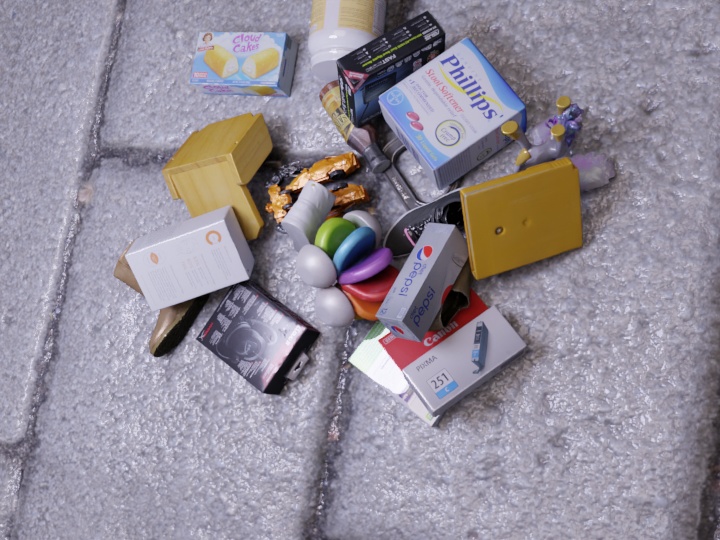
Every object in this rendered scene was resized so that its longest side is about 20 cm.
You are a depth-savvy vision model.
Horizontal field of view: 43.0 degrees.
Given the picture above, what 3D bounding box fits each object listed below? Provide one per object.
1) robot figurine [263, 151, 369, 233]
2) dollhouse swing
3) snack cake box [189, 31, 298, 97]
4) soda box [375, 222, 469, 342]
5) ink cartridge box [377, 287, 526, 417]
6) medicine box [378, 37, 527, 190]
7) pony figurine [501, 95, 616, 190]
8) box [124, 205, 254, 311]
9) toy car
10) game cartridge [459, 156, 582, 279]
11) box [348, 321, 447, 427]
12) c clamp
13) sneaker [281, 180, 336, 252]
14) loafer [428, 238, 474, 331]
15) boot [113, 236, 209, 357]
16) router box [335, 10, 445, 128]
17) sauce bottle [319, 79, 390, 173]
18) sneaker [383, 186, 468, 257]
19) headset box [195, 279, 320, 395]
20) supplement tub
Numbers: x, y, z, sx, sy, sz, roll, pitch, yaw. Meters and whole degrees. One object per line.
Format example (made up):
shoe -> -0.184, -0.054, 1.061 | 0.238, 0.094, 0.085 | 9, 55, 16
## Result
robot figurine -> -0.089, -0.146, 1.752 | 0.200, 0.058, 0.145 | -19, 74, 15
dollhouse swing -> -0.253, -0.177, 1.799 | 0.200, 0.176, 0.182 | -8, 39, 39
snack cake box -> -0.236, -0.418, 1.852 | 0.200, 0.067, 0.115 | 6, 82, 20
soda box -> 0.109, 0.018, 1.538 | 0.063, 0.068, 0.200 | 8, 59, 45
ink cartridge box -> 0.155, 0.126, 1.584 | 0.200, 0.045, 0.176 | -34, 66, -8
medicine box -> 0.167, -0.282, 1.646 | 0.200, 0.103, 0.182 | -35, 70, -1
pony figurine -> 0.327, -0.209, 1.564 | 0.193, 0.200, 0.167 | -26, 65, -3
box -> -0.317, -0.023, 1.717 | 0.200, 0.098, 0.125 | -18, 110, 7
toy car -> 0.000, 0.000, 1.598 | 0.175, 0.200, 0.150 | -38, 26, -31
game cartridge -> 0.272, -0.087, 1.532 | 0.200, 0.176, 0.032 | -18, 36, -7
box -> 0.096, 0.164, 1.640 | 0.200, 0.036, 0.144 | 37, 93, 20
c clamp -> 0.121, -0.205, 1.704 | 0.171, 0.027, 0.200 | -30, 72, 13
sneaker -> -0.076, -0.087, 1.675 | 0.074, 0.200, 0.116 | 23, 73, 16
loafer -> 0.166, 0.031, 1.595 | 0.067, 0.076, 0.200 | 19, 67, 41
boot -> -0.420, 0.054, 1.832 | 0.200, 0.066, 0.175 | 33, 80, 21
router box -> 0.056, -0.362, 1.660 | 0.200, 0.150, 0.062 | -30, 70, -9
sauce bottle -> -0.009, -0.273, 1.740 | 0.066, 0.066, 0.200 | -36, 66, 10
sneaker -> 0.123, -0.082, 1.634 | 0.200, 0.099, 0.071 | -31, 98, 11
headset box -> -0.186, 0.129, 1.724 | 0.200, 0.077, 0.149 | 34, 92, 21
supplement tub -> -0.025, -0.472, 1.744 | 0.145, 0.145, 0.200 | 2, 81, 20
